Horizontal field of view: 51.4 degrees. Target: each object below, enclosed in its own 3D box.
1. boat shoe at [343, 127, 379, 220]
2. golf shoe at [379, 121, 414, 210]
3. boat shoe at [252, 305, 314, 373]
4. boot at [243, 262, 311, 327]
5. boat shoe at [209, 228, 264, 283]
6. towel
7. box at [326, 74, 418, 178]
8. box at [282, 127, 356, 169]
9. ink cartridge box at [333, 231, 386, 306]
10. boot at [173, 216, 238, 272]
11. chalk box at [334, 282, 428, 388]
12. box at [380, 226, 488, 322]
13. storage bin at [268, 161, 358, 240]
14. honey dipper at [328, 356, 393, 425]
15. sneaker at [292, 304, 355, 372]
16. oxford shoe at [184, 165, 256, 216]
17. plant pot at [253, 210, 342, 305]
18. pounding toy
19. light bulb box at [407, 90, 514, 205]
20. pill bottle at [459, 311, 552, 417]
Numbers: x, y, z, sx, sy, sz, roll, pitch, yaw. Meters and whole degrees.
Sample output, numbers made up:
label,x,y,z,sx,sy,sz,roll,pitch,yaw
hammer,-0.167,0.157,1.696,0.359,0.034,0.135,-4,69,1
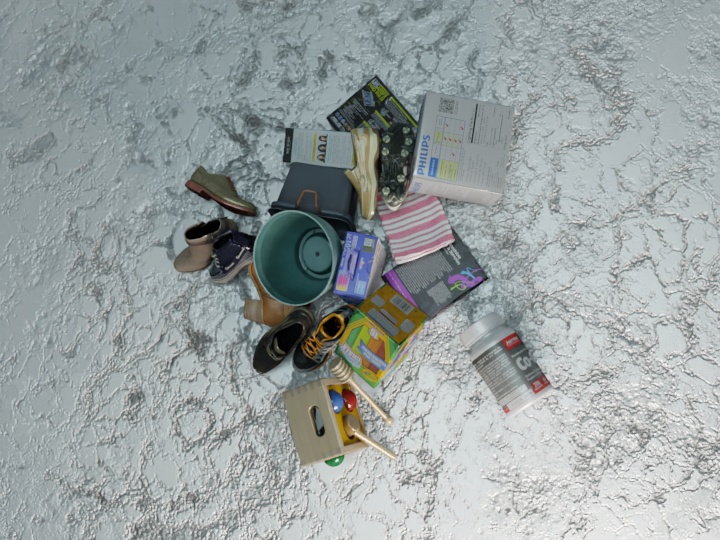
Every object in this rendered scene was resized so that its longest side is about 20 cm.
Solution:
label,x,y,z,sx,sy,sz,roll,pitch,yaw
boat shoe,-0.001,-0.213,1.653,0.075,0.072,0.203,0,90,-11
golf shoe,0.077,-0.234,1.674,0.076,0.088,0.203,8,73,6
boat shoe,-0.183,0.160,1.666,0.074,0.073,0.200,39,112,-2
boot,-0.180,0.030,1.721,0.152,0.074,0.203,7,90,11
boat shoe,-0.310,-0.037,1.701,0.199,0.092,0.076,-31,49,39
towel,0.115,-0.124,1.686,0.145,0.030,0.202,-22,64,7
box,0.040,-0.330,1.750,0.160,0.044,0.201,-40,76,2
box,-0.083,-0.282,1.735,0.198,0.049,0.084,10,97,26
ink cartridge box,0.000,0.000,1.616,0.075,0.200,0.138,11,81,9
boot,-0.373,-0.064,1.734,0.198,0.146,0.071,-29,75,5
chalk box,0.036,0.153,1.603,0.124,0.124,0.201,38,133,15
box,0.165,0.017,1.668,0.199,0.036,0.144,-35,74,5
storage bin,-0.097,-0.168,1.709,0.197,0.146,0.136,10,72,13
honey dipper,0.005,0.266,1.609,0.038,0.038,0.201,-39,110,2
sneaker,-0.088,0.151,1.666,0.078,0.077,0.200,45,104,12
oxford shoe,-0.325,-0.192,1.788,0.198,0.071,0.075,27,81,14
plant pot,-0.117,-0.033,1.642,0.198,0.134,0.204,3,97,25
pounding toy,-0.042,0.333,1.592,0.141,0.184,0.203,-23,76,19
light bulb box,0.217,-0.264,1.637,0.197,0.125,0.201,10,81,-2
pill bottle,0.301,0.194,1.568,0.113,0.114,0.201,-34,76,4
